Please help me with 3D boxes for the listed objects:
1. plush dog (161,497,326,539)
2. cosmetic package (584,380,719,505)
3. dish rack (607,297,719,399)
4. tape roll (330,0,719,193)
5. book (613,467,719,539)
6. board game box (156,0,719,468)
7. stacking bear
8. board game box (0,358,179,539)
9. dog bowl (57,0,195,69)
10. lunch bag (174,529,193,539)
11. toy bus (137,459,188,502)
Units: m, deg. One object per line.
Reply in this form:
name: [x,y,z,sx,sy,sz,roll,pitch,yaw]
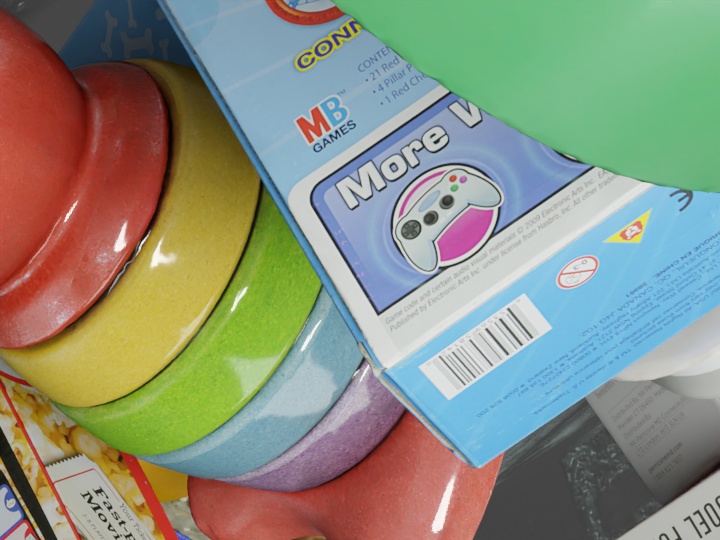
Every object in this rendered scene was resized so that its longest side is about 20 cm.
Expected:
plush dog: [-0.037,0.033,1.066,0.200,0.161,0.172,-28,168,-26]
cosmetic package: [0.104,-0.025,1.127,0.101,0.200,0.071,-27,168,-33]
dish rack: [0.100,-0.061,0.694,0.200,0.044,0.172,-48,-146,-4]
tape roll: [0.029,-0.108,0.503,0.048,0.201,0.200,-40,168,32]
book: [0.148,0.080,1.073,0.200,0.048,0.134,-38,166,28]
board game box: [0.051,-0.094,0.639,0.200,0.196,0.056,-34,146,5]
stacking bear: [-0.062,-0.005,0.800,0.121,0.200,0.114,8,-108,53]
board game box: [-0.134,0.089,0.898,0.151,0.200,0.046,-38,159,26]
dog bowl: [-0.044,-0.063,0.914,0.111,0.050,0.200,-26,168,-37]
lunch bag: [-0.148,0.173,1.016,0.150,0.094,0.200,-26,-146,43]
toy bus: [0.000,0.000,0.945,0.200,0.078,0.065,-31,160,-3]
